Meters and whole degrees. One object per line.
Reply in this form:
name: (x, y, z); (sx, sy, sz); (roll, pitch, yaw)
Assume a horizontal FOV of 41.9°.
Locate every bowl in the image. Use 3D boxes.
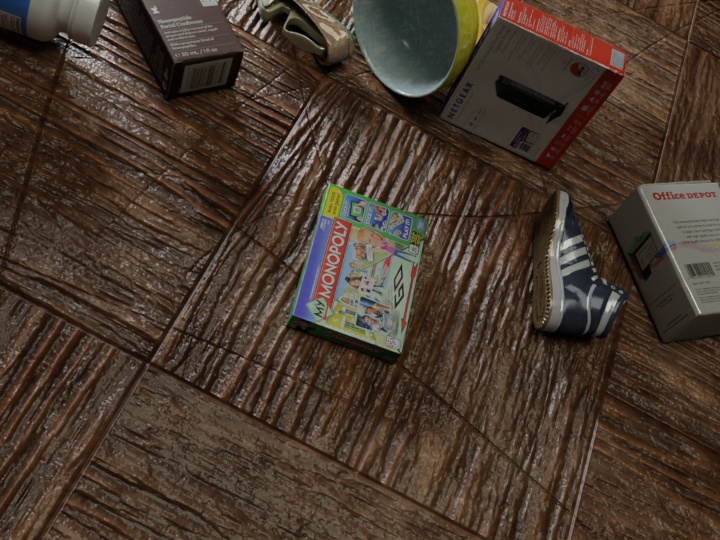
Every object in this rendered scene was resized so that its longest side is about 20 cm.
bowl: (0.094, -0.342, 1.268); (0.108, 0.200, 0.200); (-25, 71, -35)

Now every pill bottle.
pill bottle: (-0.404, -0.341, 1.117); (0.199, 0.112, 0.113); (18, 55, -10)

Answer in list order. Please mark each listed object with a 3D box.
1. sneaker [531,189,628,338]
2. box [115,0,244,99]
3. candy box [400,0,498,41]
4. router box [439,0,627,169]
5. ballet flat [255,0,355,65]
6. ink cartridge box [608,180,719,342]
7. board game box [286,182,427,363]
sneaker: (0.283, -0.004, 1.209); (0.108, 0.070, 0.201); (13, 63, -8)
box: (-0.237, -0.324, 1.200); (0.100, 0.075, 0.200); (-18, 66, -30)
candy box: (0.145, -0.359, 1.385); (0.200, 0.055, 0.116); (33, 54, 0)
router box: (0.226, -0.245, 1.259); (0.179, 0.200, 0.049); (23, 54, -5)
ballet flat: (-0.095, -0.353, 1.280); (0.200, 0.068, 0.067); (41, 61, 8)
ink cartridge box: (0.447, -0.015, 1.274); (0.144, 0.084, 0.201); (-4, 62, -24)
board game box: (0.000, 0.000, 1.120); (0.134, 0.029, 0.200); (20, 54, -10)
